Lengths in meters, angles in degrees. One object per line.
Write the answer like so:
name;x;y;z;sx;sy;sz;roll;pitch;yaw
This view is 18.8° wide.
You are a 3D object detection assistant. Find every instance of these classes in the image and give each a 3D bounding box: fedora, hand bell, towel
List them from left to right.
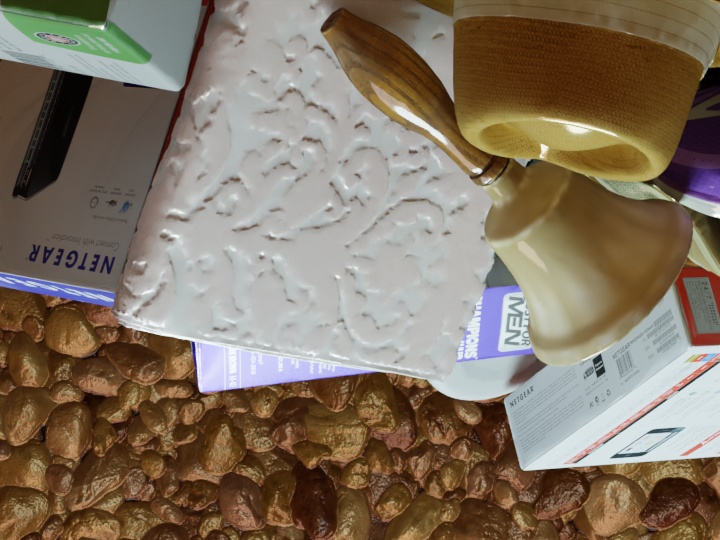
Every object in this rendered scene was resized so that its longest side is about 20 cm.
towel;-0.008;-0.050;1.074;0.191;0.200;0.032;12;-163;-29
hand bell;0.056;-0.056;1.047;0.200;0.104;0.104;42;165;-21
fedora;0.095;-0.088;0.959;0.200;0.082;0.201;12;177;1

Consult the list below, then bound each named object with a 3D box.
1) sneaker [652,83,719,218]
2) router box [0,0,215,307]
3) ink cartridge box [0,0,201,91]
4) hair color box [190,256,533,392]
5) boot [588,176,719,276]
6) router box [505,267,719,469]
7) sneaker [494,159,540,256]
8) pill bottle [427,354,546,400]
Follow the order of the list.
sneaker;0.219;-0.074;1.030;0.200;0.081;0.083;-2;155;38
router box;-0.145;-0.075;1.164;0.200;0.180;0.049;8;167;46
ink cartridge box;-0.179;-0.145;0.948;0.200;0.084;0.146;12;176;8
hair color box;0.000;0.000;1.215;0.200;0.065;0.109;-7;-136;-8
boot;0.166;-0.044;1.186;0.200;0.073;0.155;36;172;-11
router box;0.214;0.060;1.324;0.179;0.049;0.200;-1;155;-28
sneaker;0.032;-0.085;1.142;0.200;0.075;0.078;47;179;-32
pill bottle;0.050;-0.020;1.408;0.113;0.113;0.200;14;-150;-41
